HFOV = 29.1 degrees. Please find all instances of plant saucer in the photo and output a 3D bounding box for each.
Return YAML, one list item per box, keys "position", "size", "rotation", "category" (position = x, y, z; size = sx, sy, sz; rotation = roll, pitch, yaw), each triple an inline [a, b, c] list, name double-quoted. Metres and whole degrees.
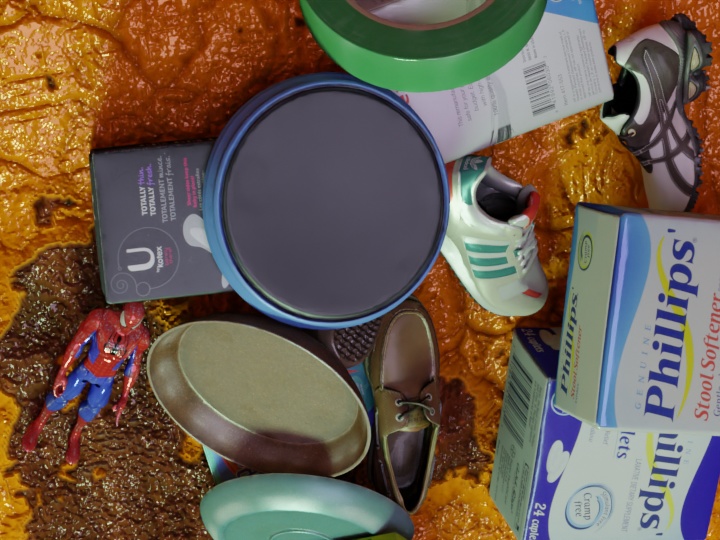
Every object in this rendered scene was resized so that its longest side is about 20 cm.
- position: [-0.050, 0.240, 1.263]
  size: [0.198, 0.028, 0.201]
  rotation: [5, 146, 3]
  category: "plant saucer"
- position: [-0.081, 0.100, 1.157]
  size: [0.198, 0.035, 0.201]
  rotation: [13, 138, 12]
  category: "plant saucer"

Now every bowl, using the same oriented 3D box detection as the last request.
- position: [-0.023, -0.053, 1.078]
  size: [0.198, 0.039, 0.203]
  rotation: [-1, 96, -13]
  category: "bowl"

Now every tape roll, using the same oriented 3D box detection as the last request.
- position: [0.048, -0.235, 1.068]
  size: [0.199, 0.202, 0.048]
  rotation: [-21, 155, -5]
  category: "tape roll"

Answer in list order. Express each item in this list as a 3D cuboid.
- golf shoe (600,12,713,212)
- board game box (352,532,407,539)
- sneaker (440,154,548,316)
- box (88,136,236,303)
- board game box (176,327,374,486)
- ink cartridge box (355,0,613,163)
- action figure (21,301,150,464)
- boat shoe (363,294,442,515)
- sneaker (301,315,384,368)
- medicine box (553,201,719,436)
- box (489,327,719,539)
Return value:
- position: [0.252, -0.126, 1.223]
  size: [0.093, 0.078, 0.202]
  rotation: [-12, 121, -10]
  category: "golf shoe"
- position: [-0.023, 0.295, 1.273]
  size: [0.198, 0.048, 0.101]
  rotation: [-17, 141, 32]
  category: "board game box"
- position: [0.125, -0.029, 1.208]
  size: [0.200, 0.093, 0.071]
  rotation: [47, 50, -33]
  category: "sneaker"
- position: [-0.117, -0.047, 1.132]
  size: [0.198, 0.106, 0.124]
  rotation: [-6, 97, -12]
  category: "box"
- position: [-0.056, 0.112, 1.263]
  size: [0.198, 0.045, 0.154]
  rotation: [-18, 116, -8]
  category: "board game box"
- position: [0.095, -0.185, 1.155]
  size: [0.198, 0.086, 0.148]
  rotation: [-20, 116, -4]
  category: "ink cartridge box"
- position: [-0.225, 0.092, 1.168]
  size: [0.065, 0.052, 0.201]
  rotation: [22, 127, -17]
  category: "action figure"
- position: [0.045, 0.121, 1.231]
  size: [0.071, 0.068, 0.202]
  rotation: [-8, 114, -14]
  category: "boat shoe"
- position: [0.000, 0.000, 1.196]
  size: [0.071, 0.075, 0.201]
  rotation: [50, 54, -25]
  category: "sneaker"
- position: [0.282, 0.043, 1.197]
  size: [0.198, 0.103, 0.184]
  rotation: [4, 96, -16]
  category: "medicine box"
- position: [0.240, 0.158, 1.329]
  size: [0.198, 0.105, 0.186]
  rotation: [-1, 113, -15]
  category: "box"
